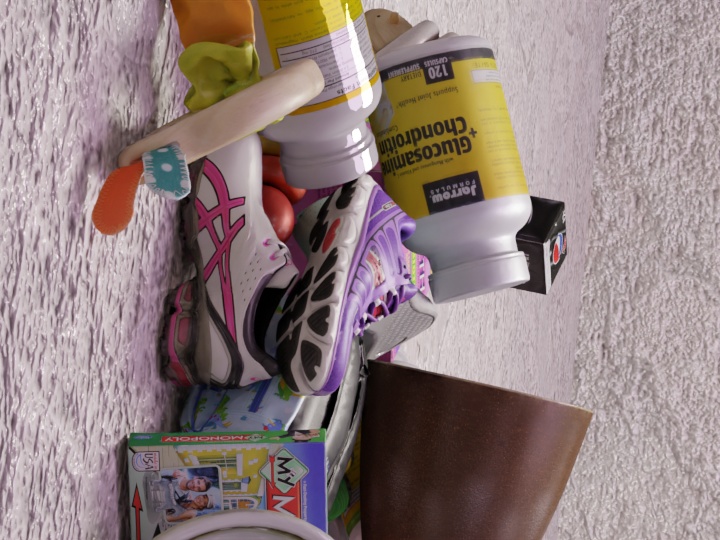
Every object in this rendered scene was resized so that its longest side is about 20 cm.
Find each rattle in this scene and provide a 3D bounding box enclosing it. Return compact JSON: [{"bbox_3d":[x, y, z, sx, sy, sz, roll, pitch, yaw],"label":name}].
[{"bbox_3d":[-0.123,-0.125,1.395,0.200,0.130,0.144,-30,115,-43],"label":"rattle"}]

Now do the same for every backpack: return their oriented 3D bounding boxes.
[{"bbox_3d":[-0.062,0.109,1.593,0.200,0.153,0.163,-55,149,-29],"label":"backpack"}]

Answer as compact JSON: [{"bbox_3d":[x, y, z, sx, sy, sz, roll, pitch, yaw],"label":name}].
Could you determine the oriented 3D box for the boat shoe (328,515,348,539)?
[{"bbox_3d":[-0.026,0.281,1.911,0.057,0.068,0.201,-60,148,-64],"label":"boat shoe"}]

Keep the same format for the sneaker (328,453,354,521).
[{"bbox_3d":[-0.060,0.167,1.757,0.078,0.085,0.200,55,-14,20],"label":"sneaker"}]

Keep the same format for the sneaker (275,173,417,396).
[{"bbox_3d":[0.001,0.014,1.553,0.081,0.083,0.200,-42,-159,45],"label":"sneaker"}]

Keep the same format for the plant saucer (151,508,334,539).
[{"bbox_3d":[-0.089,0.246,1.427,0.050,0.199,0.201,-136,-137,-67],"label":"plant saucer"}]

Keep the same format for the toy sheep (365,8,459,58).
[{"bbox_3d":[0.063,-0.161,2.016,0.200,0.138,0.138,51,18,0],"label":"toy sheep"}]

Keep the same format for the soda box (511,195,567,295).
[{"bbox_3d":[0.093,-0.039,2.038,0.071,0.199,0.063,81,28,-42],"label":"soda box"}]

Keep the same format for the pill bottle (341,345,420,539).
[{"bbox_3d":[0.022,0.149,1.882,0.111,0.111,0.201,73,0,-57],"label":"pill bottle"}]

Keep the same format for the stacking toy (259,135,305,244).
[{"bbox_3d":[-0.056,-0.100,1.669,0.085,0.085,0.201,72,29,-58],"label":"stacking toy"}]

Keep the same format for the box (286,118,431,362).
[{"bbox_3d":[0.001,-0.040,1.882,0.200,0.096,0.177,-60,150,-64],"label":"box"}]

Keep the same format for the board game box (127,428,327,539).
[{"bbox_3d":[-0.088,0.207,1.468,0.029,0.134,0.201,-96,-175,-74],"label":"board game box"}]

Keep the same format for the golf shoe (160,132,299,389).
[{"bbox_3d":[-0.083,-0.012,1.537,0.073,0.092,0.201,47,46,-68],"label":"golf shoe"}]

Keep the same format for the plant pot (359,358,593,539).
[{"bbox_3d":[0.074,0.189,1.714,0.187,0.186,0.201,25,77,-76],"label":"plant pot"}]

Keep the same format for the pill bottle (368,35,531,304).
[{"bbox_3d":[0.074,-0.080,1.730,0.112,0.112,0.201,5,70,-77],"label":"pill bottle"}]

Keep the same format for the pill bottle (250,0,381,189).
[{"bbox_3d":[-0.044,-0.165,1.567,0.104,0.104,0.201,-62,142,-61],"label":"pill bottle"}]

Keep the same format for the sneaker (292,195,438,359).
[{"bbox_3d":[0.000,0.000,1.720,0.118,0.074,0.200,58,-5,16],"label":"sneaker"}]
